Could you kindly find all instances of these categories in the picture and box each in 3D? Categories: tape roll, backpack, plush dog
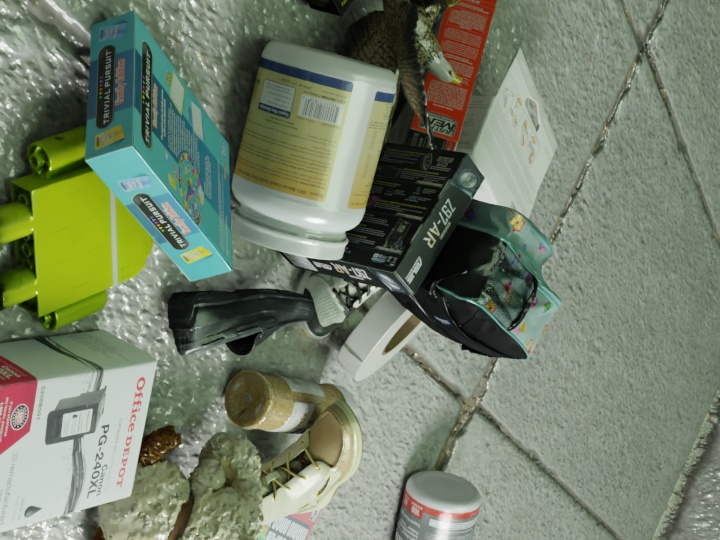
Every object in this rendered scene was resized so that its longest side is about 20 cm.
[{"bbox_3d":[0.051,0.055,1.590,0.203,0.037,0.203,-45,169,-11],"label":"tape roll"},{"bbox_3d":[0.131,0.010,1.428,0.154,0.175,0.200,-57,134,-18],"label":"backpack"},{"bbox_3d":[-0.192,0.261,1.321,0.171,0.160,0.202,23,89,-23],"label":"plush dog"}]

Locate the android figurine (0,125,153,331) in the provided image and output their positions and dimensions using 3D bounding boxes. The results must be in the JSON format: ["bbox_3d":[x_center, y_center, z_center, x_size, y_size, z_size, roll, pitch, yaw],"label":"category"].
[{"bbox_3d":[-0.254,-0.038,1.139,0.199,0.041,0.184,-30,131,-46],"label":"android figurine"}]

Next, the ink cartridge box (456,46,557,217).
[{"bbox_3d":[0.189,-0.160,1.655,0.177,0.044,0.200,-65,145,-27],"label":"ink cartridge box"}]

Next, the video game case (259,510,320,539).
[{"bbox_3d":[-0.122,0.360,1.602,0.201,0.017,0.143,-62,149,-11],"label":"video game case"}]

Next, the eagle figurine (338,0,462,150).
[{"bbox_3d":[0.048,-0.232,1.381,0.152,0.150,0.201,88,28,-67],"label":"eagle figurine"}]

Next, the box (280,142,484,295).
[{"bbox_3d":[0.017,-0.065,1.392,0.044,0.199,0.161,48,65,-39],"label":"box"}]

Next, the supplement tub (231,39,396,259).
[{"bbox_3d":[-0.052,-0.124,1.305,0.144,0.144,0.202,-1,108,-57],"label":"supplement tub"}]

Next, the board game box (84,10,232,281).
[{"bbox_3d":[-0.177,-0.107,1.138,0.200,0.046,0.152,57,23,-53],"label":"board game box"}]

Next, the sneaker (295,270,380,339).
[{"bbox_3d":[0.000,0.000,1.498,0.200,0.087,0.076,-52,122,-30],"label":"sneaker"}]

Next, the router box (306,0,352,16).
[{"bbox_3d":[-0.011,-0.388,1.301,0.201,0.051,0.149,-58,146,-17],"label":"router box"}]

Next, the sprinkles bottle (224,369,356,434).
[{"bbox_3d":[-0.080,0.161,1.502,0.200,0.068,0.069,19,91,-59],"label":"sprinkles bottle"}]

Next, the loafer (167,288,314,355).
[{"bbox_3d":[-0.126,0.055,1.360,0.200,0.068,0.071,-2,92,-50],"label":"loafer"}]

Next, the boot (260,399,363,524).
[{"bbox_3d":[-0.089,0.235,1.460,0.154,0.072,0.201,-13,147,-34],"label":"boot"}]

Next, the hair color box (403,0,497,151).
[{"bbox_3d":[0.103,-0.225,1.493,0.102,0.061,0.202,107,0,-71],"label":"hair color box"}]

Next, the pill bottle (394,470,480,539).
[{"bbox_3d":[0.106,0.413,1.896,0.115,0.115,0.202,-11,117,-54],"label":"pill bottle"}]

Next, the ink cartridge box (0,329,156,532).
[{"bbox_3d":[-0.289,0.143,1.149,0.199,0.083,0.147,-5,112,-56],"label":"ink cartridge box"}]

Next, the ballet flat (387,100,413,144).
[{"bbox_3d":[0.054,-0.140,1.539,0.201,0.069,0.070,-59,147,-16],"label":"ballet flat"}]
